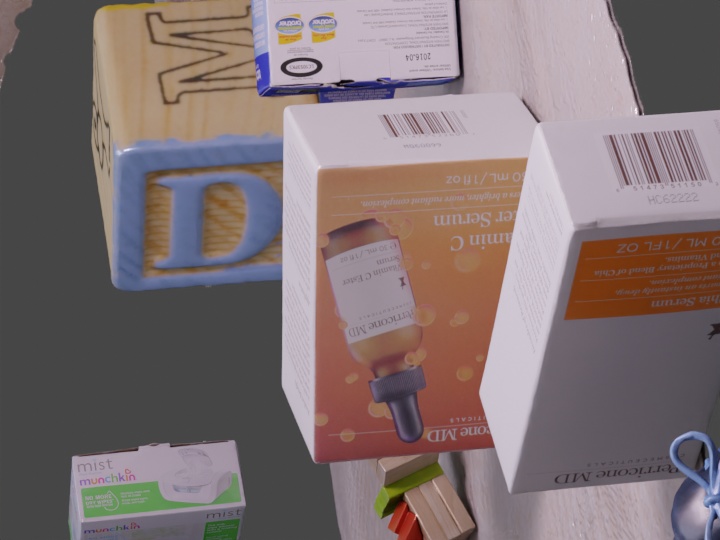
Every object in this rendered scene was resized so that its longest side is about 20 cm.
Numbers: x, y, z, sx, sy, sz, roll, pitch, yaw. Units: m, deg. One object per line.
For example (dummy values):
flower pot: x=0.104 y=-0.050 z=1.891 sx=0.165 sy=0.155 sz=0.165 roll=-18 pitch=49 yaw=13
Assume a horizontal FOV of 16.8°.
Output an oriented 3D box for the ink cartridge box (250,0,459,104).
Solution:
ink cartridge box: x=-0.007 y=-0.194 z=1.694 sx=0.076 sy=0.136 sz=0.200 roll=173 pitch=94 yaw=-81

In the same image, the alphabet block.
alphabet block: x=-0.147 y=-0.119 z=2.290 sx=0.195 sy=0.196 sz=0.200 roll=100 pitch=163 yaw=-47

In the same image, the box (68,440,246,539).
box: x=-0.247 y=0.290 z=2.942 sx=0.177 sy=0.200 sz=0.097 roll=105 pitch=157 yaw=-57

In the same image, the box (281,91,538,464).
box: x=0.034 y=0.003 z=1.510 sx=0.106 sy=0.152 sz=0.200 roll=-117 pitch=25 yaw=-62

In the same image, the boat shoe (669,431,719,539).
boat shoe: x=0.170 y=0.117 z=1.069 sx=0.200 sy=0.069 sz=0.084 roll=97 pitch=164 yaw=-45

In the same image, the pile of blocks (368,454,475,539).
pile of blocks: x=0.013 y=0.123 z=1.748 sx=0.200 sy=0.062 sz=0.082 roll=68 pitch=162 yaw=-4

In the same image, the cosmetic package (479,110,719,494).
cosmetic package: x=0.125 y=0.019 z=1.183 sx=0.200 sy=0.101 sz=0.071 roll=97 pitch=164 yaw=-48

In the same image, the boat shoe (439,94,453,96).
boat shoe: x=0.038 y=-0.034 z=1.708 sx=0.071 sy=0.064 sz=0.200 roll=-107 pitch=17 yaw=-50
